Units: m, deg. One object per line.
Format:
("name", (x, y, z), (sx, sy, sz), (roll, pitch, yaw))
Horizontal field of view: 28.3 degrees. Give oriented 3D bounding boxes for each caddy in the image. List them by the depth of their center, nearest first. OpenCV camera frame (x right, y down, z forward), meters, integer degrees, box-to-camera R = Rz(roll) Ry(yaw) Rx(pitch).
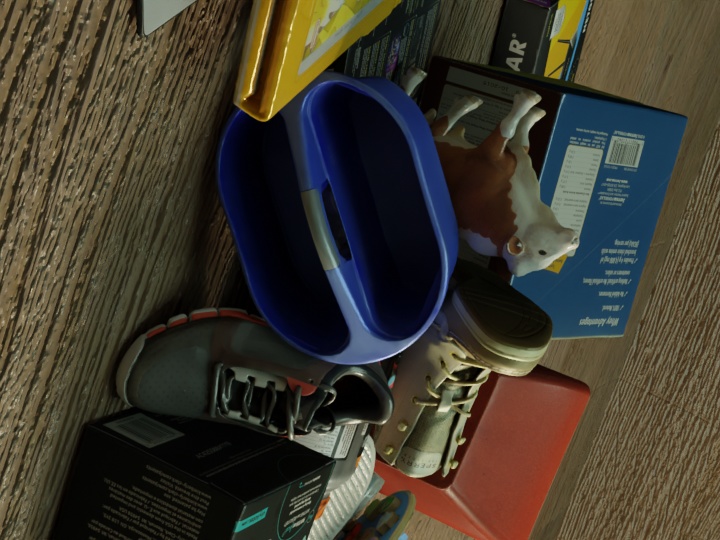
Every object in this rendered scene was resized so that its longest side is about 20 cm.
("caddy", (-0.014, -0.038, 0.954), (0.105, 0.141, 0.200), (-45, 119, -68))

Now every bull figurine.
("bull figurine", (0.079, -0.072, 1.032), (0.065, 0.200, 0.121), (29, 84, -49))

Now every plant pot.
("plant pot", (0.091, 0.158, 1.480), (0.176, 0.200, 0.200), (34, 79, -60))

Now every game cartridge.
("game cartridge", (0.003, -0.204, 0.865), (0.200, 0.032, 0.176), (-45, 163, -40))

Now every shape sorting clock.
("shape sorting clock", (-0.024, 0.274, 1.302), (0.200, 0.039, 0.200), (-46, 180, 0))

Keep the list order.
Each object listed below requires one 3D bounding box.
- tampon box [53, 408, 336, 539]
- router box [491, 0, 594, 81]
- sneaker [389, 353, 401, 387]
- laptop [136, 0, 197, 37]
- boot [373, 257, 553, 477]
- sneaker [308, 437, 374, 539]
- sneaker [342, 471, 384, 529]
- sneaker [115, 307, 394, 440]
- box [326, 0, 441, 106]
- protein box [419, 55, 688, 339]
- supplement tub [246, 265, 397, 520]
("tampon box", (-0.130, 0.209, 1.001), (0.150, 0.126, 0.200), (-11, 123, -68))
("router box", (0.183, -0.212, 1.493), (0.149, 0.051, 0.200), (-42, 149, -49))
("sneaker", (-0.013, 0.127, 1.307), (0.200, 0.079, 0.096), (-23, 135, -64))
("laptop", (-0.026, -0.236, 0.787), (0.187, 0.116, 0.200), (-47, 153, -44))
("boot", (0.067, 0.082, 1.026), (0.200, 0.072, 0.155), (-123, -127, -73))
("sneaker", (-0.065, 0.206, 1.226), (0.074, 0.082, 0.200), (19, 107, -51))
("sneaker", (-0.048, 0.213, 1.334), (0.074, 0.082, 0.200), (-40, 172, -42))
("sneaker", (-0.063, 0.076, 0.971), (0.200, 0.082, 0.077), (0, 116, -26))
("box", (0.007, -0.172, 1.066), (0.160, 0.044, 0.200), (-42, 150, -52))
("protein box", (0.144, -0.057, 1.195), (0.198, 0.135, 0.200), (1, 108, -49))
("supplement tub", (-0.043, 0.085, 1.106), (0.123, 0.122, 0.200), (-9, 121, -69))
